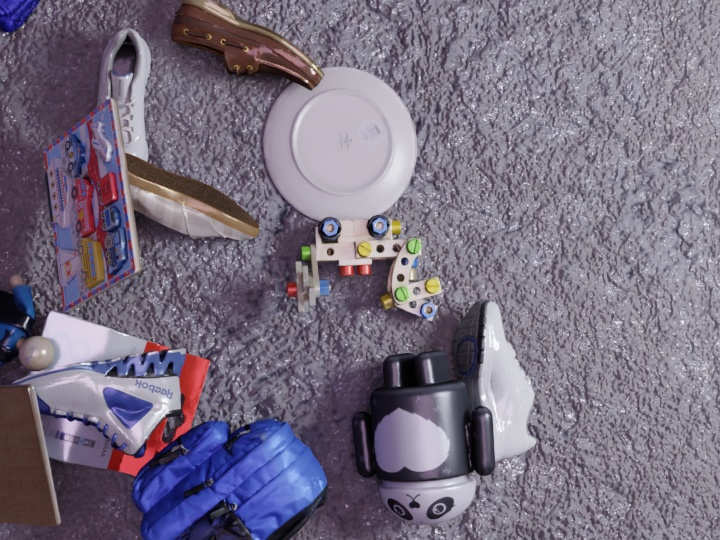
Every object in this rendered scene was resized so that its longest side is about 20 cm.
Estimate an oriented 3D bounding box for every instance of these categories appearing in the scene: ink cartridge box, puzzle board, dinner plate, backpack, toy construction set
[{"bbox_3d":[-0.295,0.153,1.154,0.197,0.047,0.162,17,83,-5],"label":"ink cartridge box"},{"bbox_3d":[-0.310,-0.072,1.108,0.017,0.150,0.203,5,68,-48],"label":"puzzle board"},{"bbox_3d":[-0.023,-0.160,1.234,0.197,0.024,0.204,1,86,-10],"label":"dinner plate"},{"bbox_3d":[-0.145,0.250,1.105,0.199,0.162,0.169,-33,92,-8],"label":"backpack"},{"bbox_3d":[-0.411,0.202,1.080,0.198,0.017,0.153,-6,97,33],"label":"puzzle board"},{"bbox_3d":[0.000,0.000,1.198,0.197,0.092,0.133,-2,86,-20],"label":"toy construction set"}]

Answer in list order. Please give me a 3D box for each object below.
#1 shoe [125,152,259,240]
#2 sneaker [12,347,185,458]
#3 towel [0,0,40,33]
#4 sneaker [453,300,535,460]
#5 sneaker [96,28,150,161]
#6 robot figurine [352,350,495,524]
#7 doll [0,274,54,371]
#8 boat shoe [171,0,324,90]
[{"bbox_3d":[-0.213,-0.077,1.166,0.198,0.070,0.054,24,111,-27],"label":"shoe"},{"bbox_3d":[-0.286,0.157,1.097,0.196,0.080,0.117,-9,87,-14],"label":"sneaker"},{"bbox_3d":[-0.457,-0.399,1.168,0.199,0.050,0.149,36,82,-5],"label":"towel"},{"bbox_3d":[0.169,0.137,1.221,0.086,0.074,0.204,-6,93,-22],"label":"sneaker"},{"bbox_3d":[-0.288,-0.191,1.161,0.073,0.087,0.204,1,87,-11],"label":"sneaker"},{"bbox_3d":[0.074,0.200,1.170,0.123,0.150,0.204,-3,86,-26],"label":"robot figurine"},{"bbox_3d":[-0.436,0.060,1.119,0.198,0.048,0.138,26,83,8],"label":"doll"},{"bbox_3d":[-0.140,-0.268,1.202,0.198,0.072,0.068,28,87,0],"label":"boat shoe"}]
